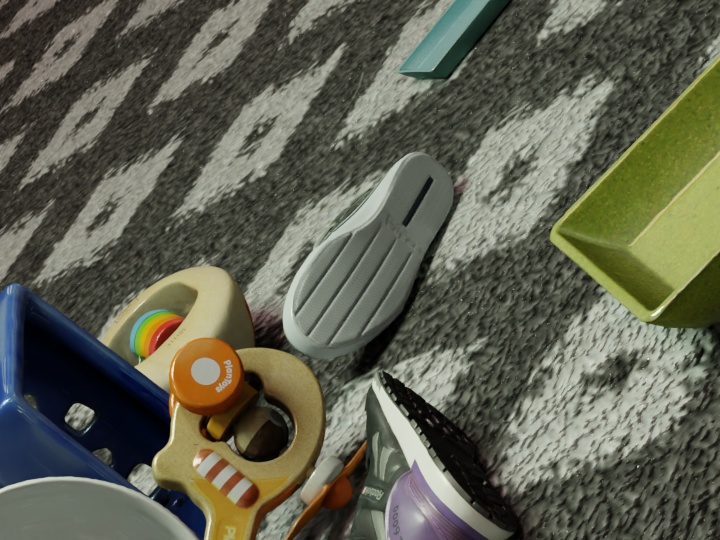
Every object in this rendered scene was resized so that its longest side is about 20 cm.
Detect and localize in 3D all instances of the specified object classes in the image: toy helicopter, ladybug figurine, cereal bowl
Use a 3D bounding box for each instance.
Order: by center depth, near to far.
[{"bbox_3d":[-0.171,0.220,1.571,0.200,0.200,0.083,-49,3,-8],"label":"cereal bowl"},{"bbox_3d":[-0.066,0.145,1.649,0.079,0.131,0.201,102,179,-70],"label":"toy helicopter"},{"bbox_3d":[-0.132,0.063,1.975,0.136,0.072,0.200,-47,19,-5],"label":"ladybug figurine"}]

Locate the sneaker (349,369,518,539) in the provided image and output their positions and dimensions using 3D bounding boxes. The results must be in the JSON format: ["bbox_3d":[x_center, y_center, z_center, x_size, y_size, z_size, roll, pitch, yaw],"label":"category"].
[{"bbox_3d":[0.020,0.126,1.533,0.088,0.076,0.200,-50,18,8],"label":"sneaker"}]

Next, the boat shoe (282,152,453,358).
[{"bbox_3d":[0.000,0.000,1.849,0.071,0.072,0.200,-39,8,47],"label":"boat shoe"}]

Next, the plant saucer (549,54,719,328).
[{"bbox_3d":[0.214,-0.052,1.510,0.200,0.048,0.200,-46,18,2],"label":"plant saucer"}]

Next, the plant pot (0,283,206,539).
[{"bbox_3d":[-0.208,0.161,1.763,0.180,0.200,0.200,-48,19,13],"label":"plant pot"}]

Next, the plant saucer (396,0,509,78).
[{"bbox_3d":[0.107,-0.227,2.133,0.200,0.019,0.070,-50,19,-13],"label":"plant saucer"}]
